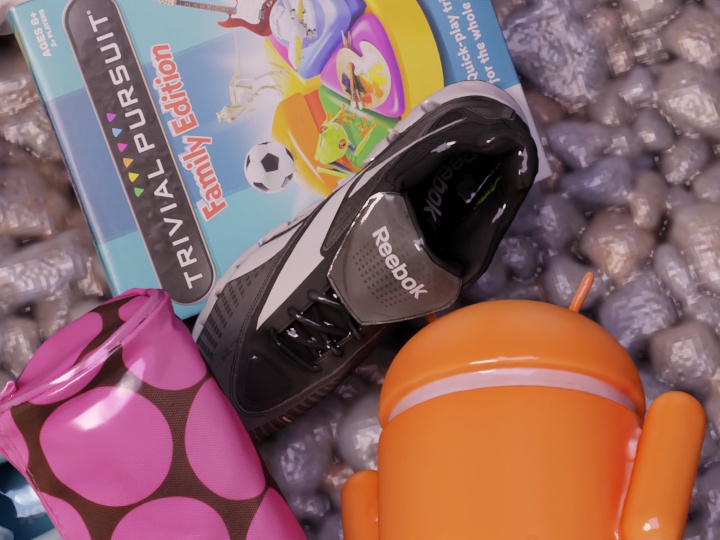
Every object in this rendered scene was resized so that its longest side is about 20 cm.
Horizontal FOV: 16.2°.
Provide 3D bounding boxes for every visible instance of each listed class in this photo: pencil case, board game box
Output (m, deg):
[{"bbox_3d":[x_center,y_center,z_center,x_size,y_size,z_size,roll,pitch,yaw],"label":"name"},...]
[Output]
[{"bbox_3d":[-0.072,0.110,1.000,0.093,0.091,0.201,-27,102,1],"label":"pencil case"},{"bbox_3d":[-0.035,-0.077,1.110,0.199,0.047,0.152,-22,96,-9],"label":"board game box"}]

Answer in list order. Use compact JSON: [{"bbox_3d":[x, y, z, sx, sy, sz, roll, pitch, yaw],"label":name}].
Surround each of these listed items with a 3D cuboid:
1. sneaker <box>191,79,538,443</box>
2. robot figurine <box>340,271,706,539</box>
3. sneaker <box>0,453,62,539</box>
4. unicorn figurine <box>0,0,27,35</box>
[{"bbox_3d":[0.000,0.000,1.051,0.200,0.090,0.067,-44,104,-3],"label":"sneaker"},{"bbox_3d":[0.065,0.098,1.032,0.116,0.144,0.201,8,62,-16],"label":"robot figurine"},{"bbox_3d":[-0.177,0.108,1.048,0.199,0.082,0.074,-27,69,-11],"label":"sneaker"},{"bbox_3d":[-0.197,-0.116,1.127,0.199,0.137,0.074,-16,78,-27],"label":"unicorn figurine"}]
